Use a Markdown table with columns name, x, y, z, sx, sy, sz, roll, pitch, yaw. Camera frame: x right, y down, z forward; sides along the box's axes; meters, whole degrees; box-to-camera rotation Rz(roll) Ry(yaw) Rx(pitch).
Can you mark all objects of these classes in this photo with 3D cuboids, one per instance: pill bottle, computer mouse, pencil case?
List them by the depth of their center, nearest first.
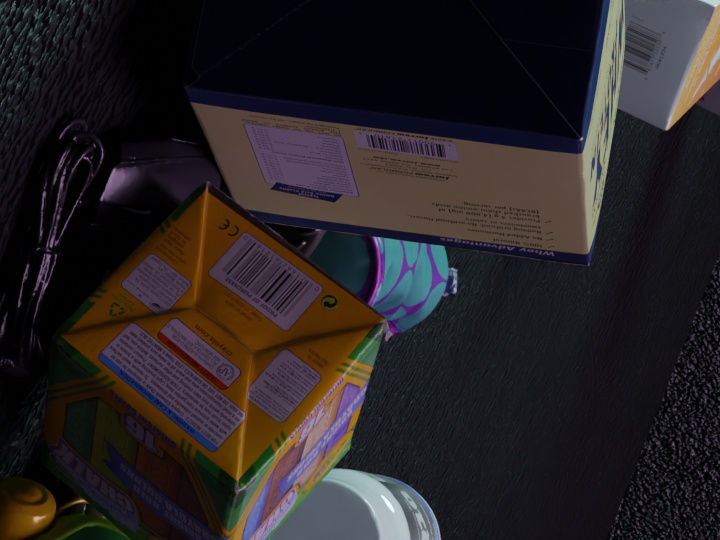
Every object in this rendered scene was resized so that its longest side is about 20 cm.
| name | x | y | z | sx | sy | sz | roll | pitch | yaw |
| --- | --- | --- | --- | --- | --- | --- | --- | --- | --- |
| computer mouse | -0.122 | -0.008 | 1.385 | 0.141 | 0.046 | 0.200 | -68 | 166 | 10 |
| pencil case | 0.000 | 0.000 | 1.777 | 0.200 | 0.085 | 0.093 | 5 | 81 | -75 |
| pill bottle | -0.009 | 0.208 | 2.065 | 0.114 | 0.113 | 0.200 | -64 | 167 | 0 |

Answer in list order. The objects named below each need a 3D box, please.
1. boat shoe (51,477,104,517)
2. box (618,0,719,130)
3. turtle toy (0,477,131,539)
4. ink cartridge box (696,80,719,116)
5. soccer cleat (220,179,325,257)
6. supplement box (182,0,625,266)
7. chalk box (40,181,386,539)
| name | x | y | z | sx | sy | sz | roll | pitch | yaw |
| --- | --- | --- | --- | --- | --- | --- | --- | --- | --- |
| boat shoe | -0.131 | 0.082 | 1.521 | 0.068 | 0.072 | 0.201 | -141 | -114 | -65 |
| box | 0.276 | -0.222 | 2.386 | 0.200 | 0.097 | 0.125 | -41 | 154 | -59 |
| turtle toy | -0.134 | 0.197 | 1.459 | 0.199 | 0.101 | 0.146 | 6 | 117 | -30 |
| ink cartridge box | 0.446 | -0.200 | 2.856 | 0.085 | 0.200 | 0.145 | -55 | 164 | -19 |
| soccer cleat | -0.029 | -0.078 | 1.575 | 0.073 | 0.068 | 0.201 | -28 | 140 | -75 |
| supplement box | 0.030 | -0.106 | 1.394 | 0.200 | 0.199 | 0.135 | 72 | 27 | -72 |
| chalk box | -0.081 | 0.075 | 1.400 | 0.124 | 0.124 | 0.200 | -47 | 167 | -27 |
